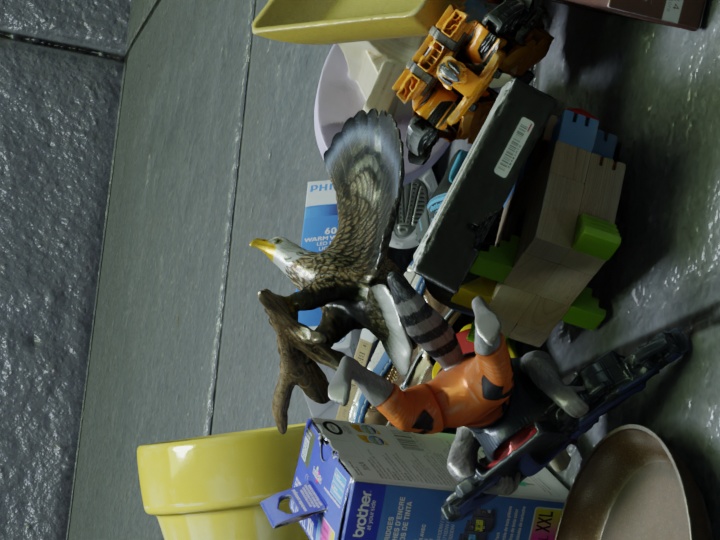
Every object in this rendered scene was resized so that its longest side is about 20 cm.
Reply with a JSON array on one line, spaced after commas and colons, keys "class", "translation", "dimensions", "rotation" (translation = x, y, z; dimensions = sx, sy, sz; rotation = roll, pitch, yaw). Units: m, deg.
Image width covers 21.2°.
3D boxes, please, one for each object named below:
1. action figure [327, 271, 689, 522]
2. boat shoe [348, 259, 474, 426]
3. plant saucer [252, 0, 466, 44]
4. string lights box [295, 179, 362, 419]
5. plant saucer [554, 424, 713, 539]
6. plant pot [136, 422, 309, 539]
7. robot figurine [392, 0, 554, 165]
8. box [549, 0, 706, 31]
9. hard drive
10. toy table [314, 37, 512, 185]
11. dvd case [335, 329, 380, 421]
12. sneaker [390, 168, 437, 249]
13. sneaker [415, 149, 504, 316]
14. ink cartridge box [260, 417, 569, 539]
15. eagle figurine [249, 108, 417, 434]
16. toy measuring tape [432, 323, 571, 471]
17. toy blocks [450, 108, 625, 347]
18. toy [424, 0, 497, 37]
[{"class": "action figure", "translation": [0.099, 0.062, 1.219], "dimensions": [0.200, 0.193, 0.105], "rotation": [-36, 55, 15]}, {"class": "boat shoe", "translation": [0.047, 0.091, 1.541], "dimensions": [0.072, 0.072, 0.201], "rotation": [18, 93, 29]}, {"class": "plant saucer", "translation": [0.039, -0.240, 1.447], "dimensions": [0.199, 0.048, 0.200], "rotation": [2, 51, 51]}, {"class": "string lights box", "translation": [-0.018, 0.024, 1.732], "dimensions": [0.103, 0.059, 0.201], "rotation": [73, -164, -47]}, {"class": "plant saucer", "translation": [0.167, 0.196, 1.176], "dimensions": [0.200, 0.032, 0.201], "rotation": [-171, 90, -74]}, {"class": "plant pot", "translation": [-0.099, 0.243, 1.791], "dimensions": [0.201, 0.200, 0.190], "rotation": [161, 101, -71]}, {"class": "robot figurine", "translation": [0.080, -0.144, 1.391], "dimensions": [0.145, 0.058, 0.200], "rotation": [-55, -11, 12]}, {"class": "box", "translation": [0.174, -0.226, 1.320], "dimensions": [0.200, 0.075, 0.101], "rotation": [-147, 69, -70]}, {"class": "hard drive", "translation": [0.081, -0.058, 1.291], "dimensions": [0.140, 0.038, 0.200], "rotation": [-62, -2, 5]}, {"class": "toy table", "translation": [0.034, -0.176, 1.601], "dimensions": [0.117, 0.183, 0.201], "rotation": [108, 172, -62]}, {"class": "dvd case", "translation": [0.013, 0.104, 1.633], "dimensions": [0.149, 0.016, 0.201], "rotation": [-37, -33, -61]}, {"class": "sneaker", "translation": [0.034, -0.122, 1.723], "dimensions": [0.099, 0.077, 0.201], "rotation": [-163, 84, -77]}, {"class": "sneaker", "translation": [0.088, -0.027, 1.492], "dimensions": [0.200, 0.073, 0.082], "rotation": [-114, 39, -60]}, {"class": "ink cartridge box", "translation": [0.034, 0.162, 1.342], "dimensions": [0.136, 0.199, 0.077], "rotation": [-137, 58, -71]}, {"class": "eagle figurine", "translation": [-0.006, -0.005, 1.377], "dimensions": [0.152, 0.151, 0.200], "rotation": [-40, 6, 48]}, {"class": "toy measuring tape", "translation": [0.095, 0.097, 1.396], "dimensions": [0.200, 0.073, 0.074], "rotation": [-112, 35, -61]}, {"class": "toy blocks", "translation": [0.136, -0.042, 1.334], "dimensions": [0.200, 0.099, 0.137], "rotation": [117, 170, -63]}, {"class": "toy", "translation": [0.091, -0.261, 1.552], "dimensions": [0.047, 0.115, 0.201], "rotation": [-41, 40, 47]}]
